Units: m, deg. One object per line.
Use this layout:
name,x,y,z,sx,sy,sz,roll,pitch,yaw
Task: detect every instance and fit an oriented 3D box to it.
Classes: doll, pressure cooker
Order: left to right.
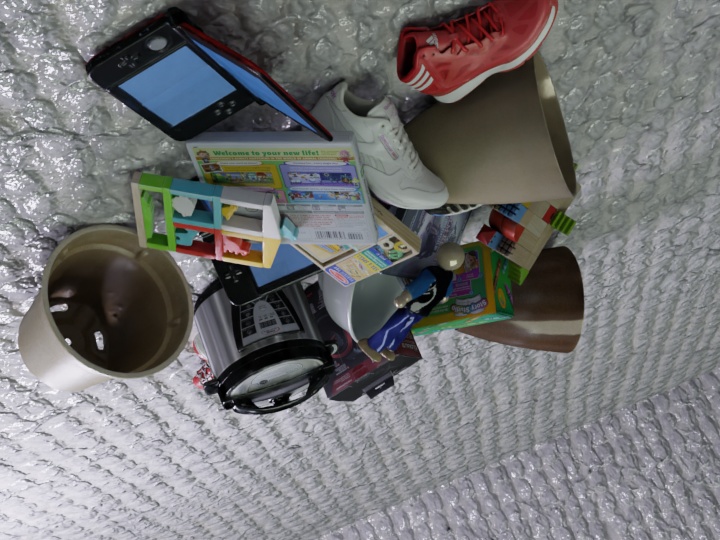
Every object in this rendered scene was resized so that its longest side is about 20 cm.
pressure cooker,-0.139,0.114,1.763,0.176,0.200,0.179,-35,153,29
doll,0.079,0.043,1.665,0.200,0.048,0.136,-51,156,19

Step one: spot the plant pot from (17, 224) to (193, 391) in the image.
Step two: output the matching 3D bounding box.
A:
plant pot,-0.344,0.068,1.523,0.200,0.201,0.183,-3,161,-38

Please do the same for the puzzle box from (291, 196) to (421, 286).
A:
puzzle box,-0.038,-0.060,1.484,0.133,0.025,0.200,-24,131,38

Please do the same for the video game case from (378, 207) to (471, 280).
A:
video game case,0.095,-0.055,1.669,0.200,0.019,0.143,11,102,-61

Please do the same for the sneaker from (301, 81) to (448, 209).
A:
sneaker,0.030,-0.145,1.414,0.200,0.075,0.100,32,123,-12

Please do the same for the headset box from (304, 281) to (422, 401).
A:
headset box,-0.005,0.101,1.855,0.149,0.200,0.075,-35,154,25

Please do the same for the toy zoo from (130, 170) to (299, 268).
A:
toy zoo,-0.174,-0.057,1.445,0.200,0.020,0.131,10,145,1

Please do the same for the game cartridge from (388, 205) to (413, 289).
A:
game cartridge,0.090,-0.052,1.719,0.133,0.041,0.200,-60,152,-18

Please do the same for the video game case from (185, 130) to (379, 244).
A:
video game case,-0.089,-0.096,1.412,0.200,0.022,0.182,1,142,14

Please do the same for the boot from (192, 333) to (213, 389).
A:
boot,-0.238,0.152,1.925,0.144,0.073,0.200,-30,159,20

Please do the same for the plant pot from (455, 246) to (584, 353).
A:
plant pot,0.259,0.054,2.055,0.200,0.187,0.187,-2,153,-10

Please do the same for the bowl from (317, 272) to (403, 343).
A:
bowl,0.000,0.000,1.731,0.201,0.090,0.201,-44,144,-45

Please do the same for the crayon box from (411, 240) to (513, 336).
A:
crayon box,0.135,0.030,1.857,0.200,0.119,0.058,-13,164,32

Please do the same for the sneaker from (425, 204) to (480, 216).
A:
sneaker,0.164,-0.127,1.626,0.200,0.078,0.090,-34,170,-22

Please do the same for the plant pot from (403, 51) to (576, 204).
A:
plant pot,0.150,-0.157,1.497,0.200,0.188,0.187,-15,160,17

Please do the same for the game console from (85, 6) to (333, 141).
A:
game console,-0.154,-0.172,1.235,0.172,0.119,0.200,-28,156,12

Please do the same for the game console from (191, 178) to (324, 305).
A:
game console,-0.111,-0.062,1.524,0.200,0.176,0.116,-23,-175,1

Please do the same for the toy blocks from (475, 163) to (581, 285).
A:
toy blocks,0.240,-0.092,1.747,0.137,0.100,0.200,26,97,-53

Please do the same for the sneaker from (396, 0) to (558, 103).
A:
sneaker,0.123,-0.261,1.346,0.115,0.078,0.200,3,145,-47
